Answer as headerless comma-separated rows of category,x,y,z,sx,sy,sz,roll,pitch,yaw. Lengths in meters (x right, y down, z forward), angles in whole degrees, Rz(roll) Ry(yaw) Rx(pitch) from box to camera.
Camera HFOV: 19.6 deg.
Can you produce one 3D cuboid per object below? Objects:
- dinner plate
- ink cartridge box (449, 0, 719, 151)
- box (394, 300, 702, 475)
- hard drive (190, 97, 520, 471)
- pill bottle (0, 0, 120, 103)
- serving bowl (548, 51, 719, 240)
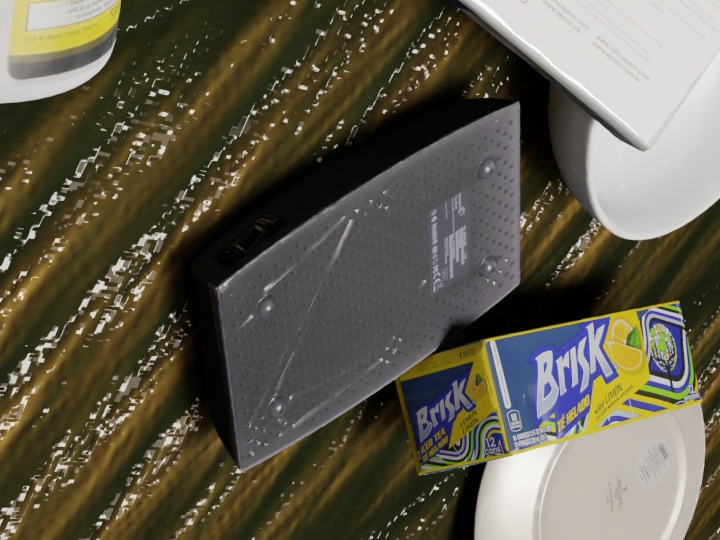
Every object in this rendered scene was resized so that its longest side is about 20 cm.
dinner plate,0.152,0.139,1.296,0.199,0.024,0.202,-13,111,-37
ink cartridge box,0.119,-0.191,0.970,0.199,0.041,0.201,36,91,-28
box,0.108,0.064,1.165,0.199,0.070,0.065,-9,84,-51
hard drive,0.000,0.000,1.044,0.199,0.042,0.136,-33,138,-29
pill bottle,-0.129,-0.168,0.710,0.112,0.112,0.201,-17,129,-41
serving bowl,0.166,-0.119,1.120,0.200,0.066,0.201,-31,138,-32
